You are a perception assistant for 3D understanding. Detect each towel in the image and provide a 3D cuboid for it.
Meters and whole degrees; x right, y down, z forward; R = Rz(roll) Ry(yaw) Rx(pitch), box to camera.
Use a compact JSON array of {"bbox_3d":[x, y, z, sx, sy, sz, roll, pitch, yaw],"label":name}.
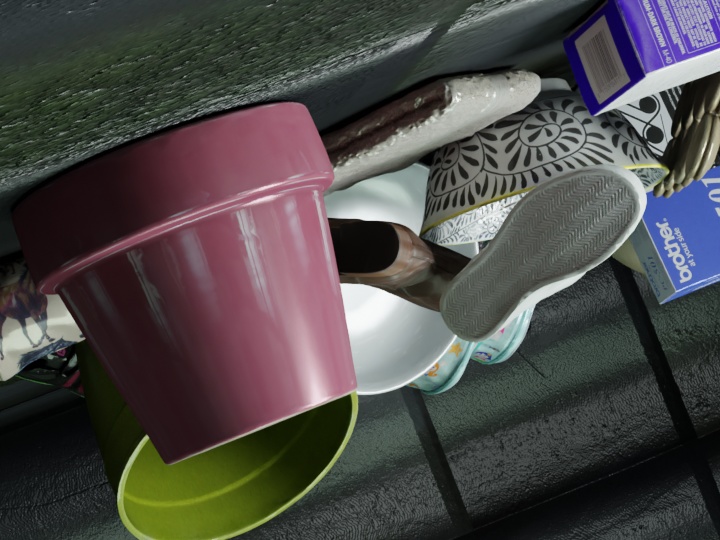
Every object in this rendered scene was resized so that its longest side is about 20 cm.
[{"bbox_3d":[0.021,-0.094,1.319,0.200,0.034,0.133,-24,176,33],"label":"towel"}]

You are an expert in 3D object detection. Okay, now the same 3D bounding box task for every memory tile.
[{"bbox_3d":[0.266,-0.134,1.400,0.017,0.153,0.200,16,178,1],"label":"memory tile"}]

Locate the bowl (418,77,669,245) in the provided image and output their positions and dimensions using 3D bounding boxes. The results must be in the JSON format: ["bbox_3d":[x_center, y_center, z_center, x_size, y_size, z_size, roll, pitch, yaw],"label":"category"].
[{"bbox_3d":[0.130,-0.092,1.422,0.201,0.094,0.201,-15,171,-2],"label":"bowl"}]

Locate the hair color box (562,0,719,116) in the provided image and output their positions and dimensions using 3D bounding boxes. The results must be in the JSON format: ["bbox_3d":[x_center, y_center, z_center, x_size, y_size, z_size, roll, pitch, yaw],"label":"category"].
[{"bbox_3d":[0.249,-0.174,1.226,0.200,0.065,0.109,-19,175,-14],"label":"hair color box"}]

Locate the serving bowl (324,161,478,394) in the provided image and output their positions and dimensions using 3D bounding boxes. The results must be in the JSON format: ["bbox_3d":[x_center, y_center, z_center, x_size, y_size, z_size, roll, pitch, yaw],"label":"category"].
[{"bbox_3d":[0.000,0.000,1.518,0.200,0.200,0.066,-19,-160,-28],"label":"serving bowl"}]

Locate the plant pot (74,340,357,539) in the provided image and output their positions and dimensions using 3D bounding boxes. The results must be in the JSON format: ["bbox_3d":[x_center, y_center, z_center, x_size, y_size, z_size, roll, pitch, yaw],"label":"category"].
[{"bbox_3d":[-0.136,0.076,1.416,0.200,0.193,0.200,-23,142,-19],"label":"plant pot"}]

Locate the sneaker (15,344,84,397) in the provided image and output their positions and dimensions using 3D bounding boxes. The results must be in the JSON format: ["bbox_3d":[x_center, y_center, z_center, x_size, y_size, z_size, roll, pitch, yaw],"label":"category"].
[{"bbox_3d":[-0.236,0.073,1.557,0.200,0.077,0.084,6,168,11],"label":"sneaker"}]

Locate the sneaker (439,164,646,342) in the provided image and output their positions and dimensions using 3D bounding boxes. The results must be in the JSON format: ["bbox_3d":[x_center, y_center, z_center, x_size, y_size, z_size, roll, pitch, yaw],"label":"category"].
[{"bbox_3d":[0.151,-0.030,1.352,0.200,0.074,0.116,-39,176,40],"label":"sneaker"}]

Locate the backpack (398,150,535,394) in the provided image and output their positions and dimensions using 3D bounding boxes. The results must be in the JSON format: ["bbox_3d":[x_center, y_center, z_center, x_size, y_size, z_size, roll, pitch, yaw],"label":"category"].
[{"bbox_3d":[0.078,0.015,1.669,0.200,0.151,0.178,-66,-169,-13],"label":"backpack"}]

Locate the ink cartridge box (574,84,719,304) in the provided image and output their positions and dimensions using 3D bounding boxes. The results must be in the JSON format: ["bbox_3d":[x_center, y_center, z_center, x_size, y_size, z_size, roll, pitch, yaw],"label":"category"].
[{"bbox_3d":[0.265,-0.081,1.584,0.094,0.200,0.044,-20,169,-16],"label":"ink cartridge box"}]

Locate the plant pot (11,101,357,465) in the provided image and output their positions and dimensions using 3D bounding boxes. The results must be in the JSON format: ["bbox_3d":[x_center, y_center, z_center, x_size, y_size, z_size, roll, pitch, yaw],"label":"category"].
[{"bbox_3d":[-0.092,0.014,1.122,0.200,0.179,0.200,-22,176,-2],"label":"plant pot"}]

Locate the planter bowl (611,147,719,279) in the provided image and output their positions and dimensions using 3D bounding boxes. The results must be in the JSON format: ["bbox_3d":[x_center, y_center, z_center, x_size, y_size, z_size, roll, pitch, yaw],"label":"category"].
[{"bbox_3d":[0.302,-0.070,1.729,0.200,0.135,0.200,-14,-137,14],"label":"planter bowl"}]

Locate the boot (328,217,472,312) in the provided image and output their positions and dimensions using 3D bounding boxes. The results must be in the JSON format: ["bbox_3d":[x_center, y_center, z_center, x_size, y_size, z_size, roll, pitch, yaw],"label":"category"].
[{"bbox_3d":[-0.003,-0.004,1.427,0.186,0.064,0.200,8,176,28],"label":"boot"}]

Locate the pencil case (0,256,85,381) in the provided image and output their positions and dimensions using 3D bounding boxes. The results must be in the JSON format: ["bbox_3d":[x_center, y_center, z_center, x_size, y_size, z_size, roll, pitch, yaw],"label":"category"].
[{"bbox_3d":[-0.186,0.011,1.312,0.200,0.078,0.089,-21,157,-11],"label":"pencil case"}]
